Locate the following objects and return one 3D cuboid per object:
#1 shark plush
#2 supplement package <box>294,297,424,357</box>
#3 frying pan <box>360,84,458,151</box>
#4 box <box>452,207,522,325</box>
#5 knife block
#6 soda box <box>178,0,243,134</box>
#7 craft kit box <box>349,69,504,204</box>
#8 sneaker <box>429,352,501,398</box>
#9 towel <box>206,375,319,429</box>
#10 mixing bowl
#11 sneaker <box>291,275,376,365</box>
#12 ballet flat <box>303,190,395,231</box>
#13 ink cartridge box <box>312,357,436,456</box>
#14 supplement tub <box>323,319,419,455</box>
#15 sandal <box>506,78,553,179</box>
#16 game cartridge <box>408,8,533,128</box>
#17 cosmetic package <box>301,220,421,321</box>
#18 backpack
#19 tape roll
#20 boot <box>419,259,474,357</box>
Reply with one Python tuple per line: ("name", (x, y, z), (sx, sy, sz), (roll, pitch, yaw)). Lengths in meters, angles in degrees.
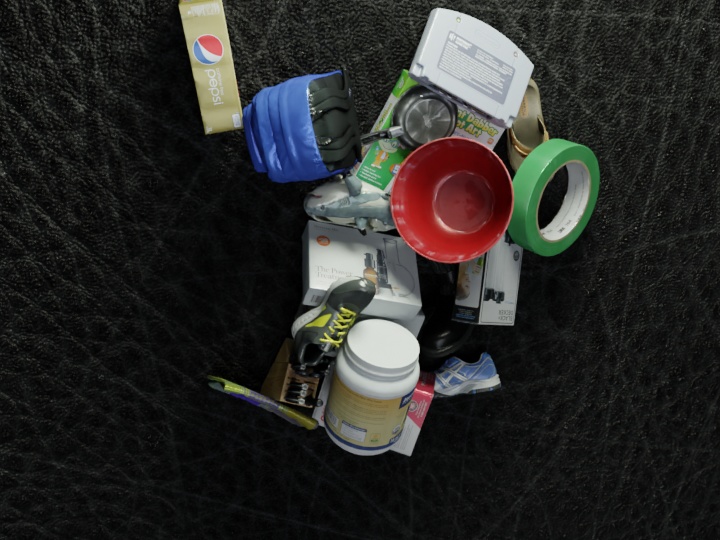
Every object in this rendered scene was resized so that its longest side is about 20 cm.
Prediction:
("shark plush", (0.007, -0.099, 1.422), (0.200, 0.091, 0.083), (23, 89, -31))
("supplement package", (-0.004, 0.084, 1.528), (0.199, 0.117, 0.117), (12, 115, -17))
("frying pan", (0.071, -0.246, 1.378), (0.189, 0.031, 0.115), (-1, 116, -14))
("box", (0.227, -0.005, 1.492), (0.117, 0.060, 0.201), (7, 90, -48))
("knife block", (-0.119, 0.217, 1.525), (0.064, 0.176, 0.200), (17, 125, -18))
("soda box", (-0.227, -0.317, 1.302), (0.064, 0.068, 0.200), (-10, 119, -6))
("craft kit box", (0.114, -0.207, 1.444), (0.200, 0.049, 0.198), (22, 108, -21))
("sneaker", (0.171, 0.211, 1.668), (0.199, 0.076, 0.077), (-9, 81, 3))
("towel", (-0.181, 0.245, 1.569), (0.200, 0.144, 0.023), (28, 77, -22))
("mixing bowl", (0.159, -0.112, 1.395), (0.200, 0.108, 0.201), (1, 92, 19))
("sneaker", (-0.039, 0.087, 1.381), (0.074, 0.085, 0.200), (22, 132, -28))
("ballet flat", (0.001, -0.096, 1.466), (0.199, 0.069, 0.070), (6, 116, -15))
("ink cartridge box", (0.025, 0.242, 1.604), (0.200, 0.084, 0.145), (18, 114, 2))
("supplement tub", (0.020, 0.198, 1.445), (0.144, 0.145, 0.200), (4, 126, -13))
("sandal", (0.292, -0.231, 1.460), (0.080, 0.054, 0.200), (-18, 119, -2))
("game cartridge", (0.181, -0.329, 1.366), (0.200, 0.041, 0.133), (24, 86, -23))
("cosmetic package", (0.000, 0.000, 1.465), (0.199, 0.151, 0.052), (10, 137, -17))
("backpack", (-0.093, -0.207, 1.294), (0.167, 0.200, 0.163), (-13, 103, 16))
("tape roll", (0.335, -0.126, 1.477), (0.200, 0.048, 0.201), (-21, 124, -36))
("boot", (0.155, 0.035, 1.523), (0.211, 0.079, 0.158), (-49, 129, -31))
